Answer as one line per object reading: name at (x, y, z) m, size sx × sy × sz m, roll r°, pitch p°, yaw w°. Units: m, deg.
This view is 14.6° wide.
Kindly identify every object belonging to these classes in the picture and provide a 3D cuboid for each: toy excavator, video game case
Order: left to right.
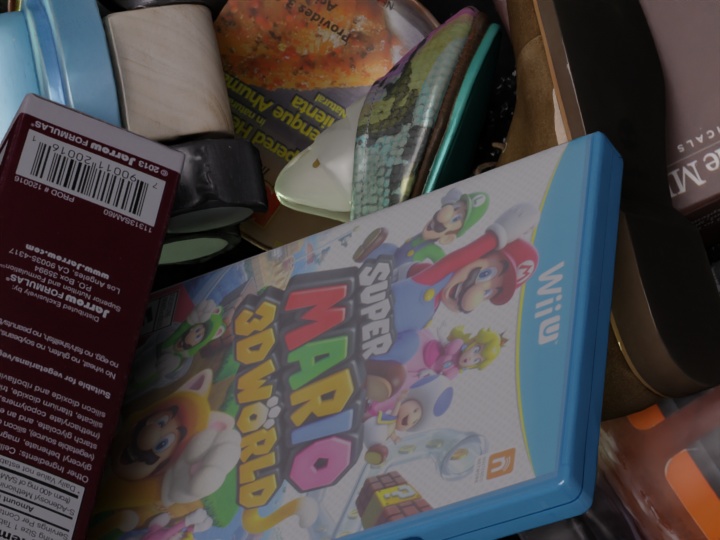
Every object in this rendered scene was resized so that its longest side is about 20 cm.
toy excavator at (-0.149, -0.043, 1.033) m, size 0.199 × 0.194 × 0.100 m, roll -8°, pitch 80°, yaw -12°
video game case at (-0.011, 0.041, 0.892) m, size 0.200 × 0.018 × 0.143 m, roll -19°, pitch 41°, yaw 29°

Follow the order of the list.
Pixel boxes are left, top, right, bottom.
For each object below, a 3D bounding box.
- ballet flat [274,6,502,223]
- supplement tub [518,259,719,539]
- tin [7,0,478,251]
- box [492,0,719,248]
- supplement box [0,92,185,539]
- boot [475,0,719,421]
ballet flat at (0.000, 0.000, 1.013) m, size 0.071 × 0.069 × 0.201 m, roll 12°, pitch 99°, yaw 14°
supplement tub at (0.146, 0.044, 0.971) m, size 0.200 × 0.107 × 0.107 m, roll -33°, pitch 74°, yaw 10°
tin at (-0.045, -0.078, 1.085) m, size 0.200 × 0.042 × 0.112 m, roll 33°, pitch 89°, yaw 18°
box at (0.099, -0.109, 1.026) m, size 0.100 × 0.075 × 0.200 m, roll -26°, pitch 78°, yaw 12°
supplement box at (-0.118, 0.055, 0.899) m, size 0.061 × 0.109 × 0.200 m, roll 21°, pitch 51°, yaw -12°
boot at (0.063, -0.044, 0.952) m, size 0.075 × 0.074 × 0.200 m, roll -24°, pitch 64°, yaw 33°
